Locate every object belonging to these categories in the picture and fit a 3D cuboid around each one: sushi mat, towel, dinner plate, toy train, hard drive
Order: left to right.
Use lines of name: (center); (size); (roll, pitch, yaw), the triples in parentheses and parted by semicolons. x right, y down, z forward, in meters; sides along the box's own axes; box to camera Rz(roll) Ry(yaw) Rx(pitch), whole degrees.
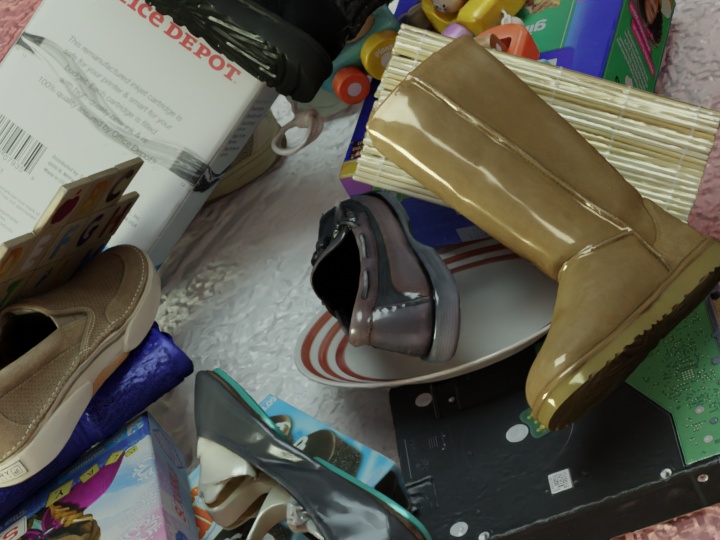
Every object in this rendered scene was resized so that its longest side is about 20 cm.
towel: (-0.197, 0.095, 1.563); (0.200, 0.050, 0.148); (-37, 7, -10)
toy train: (0.030, -0.136, 1.592); (0.200, 0.056, 0.150); (-8, 42, 32)
dinner plate: (0.058, 0.025, 1.525); (0.200, 0.024, 0.200); (-18, 18, 6)
sushi mat: (0.099, -0.071, 1.504); (0.200, 0.012, 0.096); (17, 93, 14)
hard drive: (0.120, 0.090, 1.447); (0.200, 0.038, 0.140); (-21, 41, 9)

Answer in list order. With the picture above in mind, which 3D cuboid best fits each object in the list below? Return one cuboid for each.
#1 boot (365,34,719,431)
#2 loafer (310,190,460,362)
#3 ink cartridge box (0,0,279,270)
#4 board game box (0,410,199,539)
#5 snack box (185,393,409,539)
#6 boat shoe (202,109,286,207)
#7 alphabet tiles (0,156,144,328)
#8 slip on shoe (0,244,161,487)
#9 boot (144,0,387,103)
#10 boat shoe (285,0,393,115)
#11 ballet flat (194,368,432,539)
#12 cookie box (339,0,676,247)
boot: (0.081, -0.022, 1.428); (0.200, 0.066, 0.175); (40, 46, 14)
loafer: (0.000, 0.000, 1.490); (0.063, 0.072, 0.200); (-2, 17, -16)
ink cartridge box: (-0.157, -0.089, 1.647); (0.145, 0.084, 0.200); (36, 98, 6)
board game box: (-0.180, 0.184, 1.449); (0.200, 0.041, 0.200); (-36, 21, 4)
snack box: (-0.077, 0.166, 1.478); (0.200, 0.037, 0.116); (-45, 42, -19)
boat shoe: (-0.145, -0.058, 1.728); (0.200, 0.065, 0.071); (-36, 41, -9)
alphabet tiles: (-0.199, 0.020, 1.531); (0.006, 0.166, 0.200); (39, 112, 10)
slip on shoe: (-0.177, 0.039, 1.505); (0.076, 0.061, 0.200); (-15, 29, 36)
boot: (-0.064, -0.216, 1.574); (0.158, 0.211, 0.079); (-55, 6, -16)
boat shoe: (-0.006, -0.199, 1.717); (0.072, 0.202, 0.060); (16, 33, -6)
ballet flat: (-0.046, 0.120, 1.429); (0.073, 0.073, 0.200); (-42, 48, -16)
cookie box: (0.094, -0.113, 1.631); (0.171, 0.075, 0.200); (-10, 41, 27)
